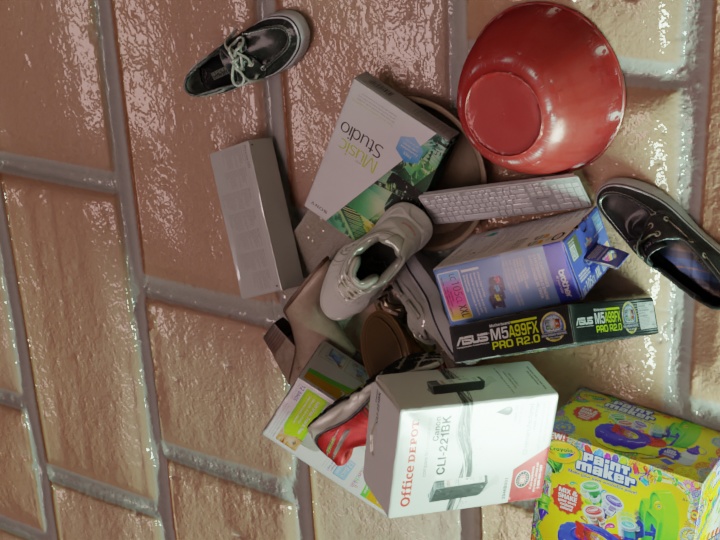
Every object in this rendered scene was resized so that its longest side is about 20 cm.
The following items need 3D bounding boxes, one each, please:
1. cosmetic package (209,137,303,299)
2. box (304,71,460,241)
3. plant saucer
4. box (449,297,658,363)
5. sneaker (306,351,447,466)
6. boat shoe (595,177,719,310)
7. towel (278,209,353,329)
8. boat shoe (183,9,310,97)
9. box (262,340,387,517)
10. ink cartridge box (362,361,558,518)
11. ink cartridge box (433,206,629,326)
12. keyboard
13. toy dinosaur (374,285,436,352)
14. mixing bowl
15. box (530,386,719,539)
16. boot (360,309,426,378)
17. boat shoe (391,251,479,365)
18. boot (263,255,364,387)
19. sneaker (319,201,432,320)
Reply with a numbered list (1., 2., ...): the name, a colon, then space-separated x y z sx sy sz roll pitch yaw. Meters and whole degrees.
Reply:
1. cosmetic package: -0.137 -0.069 1.768 0.082 0.050 0.201 -12 91 45
2. box: 0.023 -0.122 1.629 0.144 0.036 0.201 35 128 16
3. plant saucer: 0.074 -0.121 1.637 0.199 0.029 0.201 16 120 30
4. box: 0.222 0.067 1.507 0.160 0.199 0.045 -12 83 39
5. sneaker: 0.031 0.167 1.586 0.200 0.077 0.085 -35 91 24
6. boat shoe: 0.337 -0.026 1.469 0.200 0.066 0.070 43 129 11
7. towel: -0.037 -0.011 1.764 0.132 0.034 0.200 44 128 9
8. boat shoe: -0.151 -0.272 1.698 0.198 0.068 0.074 -14 103 38
9. box: -0.005 0.203 1.700 0.199 0.101 0.113 34 121 1
10. ink cartridge box: 0.113 0.193 1.525 0.084 0.199 0.145 -128 39 -59
11. ink cartridge box: 0.202 -0.009 1.518 0.199 0.136 0.077 -15 102 32
12. keyboard: 0.168 -0.082 1.556 0.199 0.011 0.056 -5 137 27
13. toy dinosaur: 0.054 0.072 1.722 0.199 0.058 0.102 -24 98 40
14. mixing bowl: 0.183 -0.188 1.476 0.199 0.108 0.201 15 118 29
15. box: 0.322 0.273 1.585 0.199 0.122 0.194 16 119 29
16. boot: 0.094 0.138 1.674 0.074 0.154 0.201 -47 57 25
17. boat shoe: 0.087 0.056 1.600 0.066 0.072 0.200 -49 41 18
18. boot: -0.041 0.092 1.752 0.146 0.070 0.200 43 132 8
19. sneaker: 0.000 0.000 1.615 0.078 0.099 0.200 42 127 2
